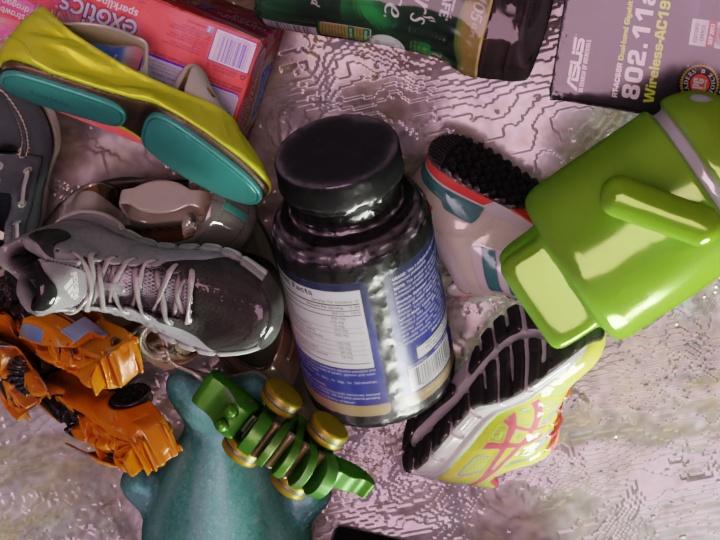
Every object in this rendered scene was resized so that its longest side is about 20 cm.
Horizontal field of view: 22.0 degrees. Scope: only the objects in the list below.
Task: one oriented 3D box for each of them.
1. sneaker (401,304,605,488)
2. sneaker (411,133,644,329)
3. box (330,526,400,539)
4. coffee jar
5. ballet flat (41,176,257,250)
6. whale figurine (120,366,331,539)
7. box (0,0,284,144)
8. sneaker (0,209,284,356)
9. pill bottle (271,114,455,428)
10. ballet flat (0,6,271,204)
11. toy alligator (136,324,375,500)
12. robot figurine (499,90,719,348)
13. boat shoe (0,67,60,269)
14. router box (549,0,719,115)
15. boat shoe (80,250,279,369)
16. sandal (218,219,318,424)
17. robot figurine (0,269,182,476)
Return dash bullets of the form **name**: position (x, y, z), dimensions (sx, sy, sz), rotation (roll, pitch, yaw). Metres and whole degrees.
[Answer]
- **sneaker**: position (0.117, 0.092, 1.319), dimensions (0.090, 0.079, 0.200), rotation (26, 135, -23)
- **sneaker**: position (0.112, -0.008, 1.321), dimensions (0.199, 0.071, 0.094), rotation (34, 126, -4)
- **box**: position (0.052, 0.323, 1.377), dimensions (0.198, 0.123, 0.201), rotation (11, 107, 6)
- **coffee jar**: position (0.033, -0.197, 1.261), dimensions (0.198, 0.085, 0.106), rotation (14, 87, 4)
- **ballet flat**: position (-0.164, -0.042, 1.315), dimensions (0.198, 0.064, 0.068), rotation (-2, 69, 33)
- **whale figurine**: position (-0.101, 0.167, 1.349), dimensions (0.157, 0.104, 0.202), rotation (4, 124, 6)
- **box**: position (-0.165, -0.155, 1.301), dimensions (0.198, 0.095, 0.104), rotation (20, 106, 3)
- **sneaker**: position (-0.156, 0.016, 1.214), dimensions (0.198, 0.115, 0.076), rotation (16, 106, 30)
- **pill bottle**: position (0.000, 0.000, 1.273), dimensions (0.110, 0.112, 0.202), rotation (-4, 127, 9)
- **ballet flat**: position (-0.140, -0.115, 1.224), dimensions (0.198, 0.067, 0.068), rotation (25, 66, -8)
- **toy alligator**: position (-0.075, 0.105, 1.270), dimensions (0.199, 0.054, 0.059), rotation (35, 108, -9)
- **robot figurine**: position (0.187, -0.035, 1.202), dimensions (0.199, 0.175, 0.116), rotation (-35, 94, 8)
- **boat shoe**: position (-0.255, -0.070, 1.298), dimensions (0.072, 0.062, 0.201), rotation (23, 146, 6)
- **router box**: position (0.215, -0.203, 1.248), dimensions (0.148, 0.062, 0.202), rotation (9, 106, 7)
- **boat shoe**: position (-0.133, 0.030, 1.327), dimensions (0.199, 0.075, 0.075), rotation (-3, 101, 43)
- **sandal**: position (-0.078, 0.050, 1.359), dimensions (0.079, 0.057, 0.203), rotation (-23, 100, 13)
- **robot figurine**: position (-0.212, 0.074, 1.329), dimensions (0.199, 0.058, 0.146), rotation (15, 131, 48)
